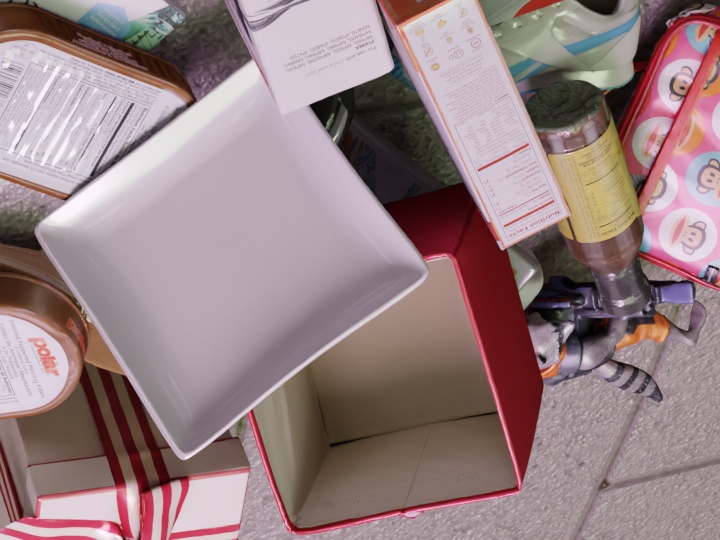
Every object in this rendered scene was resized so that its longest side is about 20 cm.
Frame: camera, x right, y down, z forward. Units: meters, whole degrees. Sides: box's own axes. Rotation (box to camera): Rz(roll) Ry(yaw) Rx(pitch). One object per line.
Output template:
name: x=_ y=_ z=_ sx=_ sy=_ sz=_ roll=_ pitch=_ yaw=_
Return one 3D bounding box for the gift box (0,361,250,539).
gift box: x=-0.201 y=0.176 z=1.520 sx=0.199 sy=0.187 sz=0.185 roll=-11 pitch=133 yaw=-18

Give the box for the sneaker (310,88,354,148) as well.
sneaker: x=-0.099 y=-0.080 z=1.416 sx=0.115 sy=0.075 sz=0.200 roll=24 pitch=117 yaw=-37

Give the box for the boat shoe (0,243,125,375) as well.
boat shoe: x=-0.211 y=0.020 z=1.457 sx=0.200 sy=0.069 sz=0.074 roll=22 pitch=127 yaw=-15

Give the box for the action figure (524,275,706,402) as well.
action figure: x=0.200 y=0.056 z=1.614 sx=0.193 sy=0.200 sz=0.105 roll=2 pitch=87 yaw=-46

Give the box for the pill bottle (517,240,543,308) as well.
pill bottle: x=0.042 y=0.045 z=1.571 sx=0.112 sy=0.112 sz=0.200 roll=21 pitch=118 yaw=-38

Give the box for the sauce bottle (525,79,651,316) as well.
sauce bottle: x=0.172 y=-0.048 z=1.471 sx=0.065 sy=0.065 sz=0.200 roll=-25 pitch=131 yaw=-3

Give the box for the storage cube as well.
storage cube: x=0.021 y=0.057 z=1.400 sx=0.170 sy=0.180 sz=0.200 roll=-13 pitch=107 yaw=15

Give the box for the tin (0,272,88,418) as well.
tin: x=-0.293 y=0.060 z=1.418 sx=0.199 sy=0.042 sz=0.112 roll=-7 pitch=134 yaw=8

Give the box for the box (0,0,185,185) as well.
box: x=-0.234 y=-0.147 z=1.314 sx=0.200 sy=0.036 sz=0.144 roll=-40 pitch=135 yaw=13

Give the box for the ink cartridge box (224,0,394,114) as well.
ink cartridge box: x=-0.057 y=-0.221 z=1.254 sx=0.084 sy=0.144 sz=0.200 roll=-23 pitch=135 yaw=-3

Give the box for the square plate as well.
square plate: x=-0.084 y=-0.011 z=1.300 sx=0.200 sy=0.198 sz=0.028 roll=-37 pitch=158 yaw=3

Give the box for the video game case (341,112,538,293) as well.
video game case: x=0.000 y=0.000 z=1.491 sx=0.200 sy=0.022 sz=0.182 roll=39 pitch=111 yaw=-3

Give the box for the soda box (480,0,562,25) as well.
soda box: x=0.115 y=-0.225 z=1.393 sx=0.200 sy=0.064 sz=0.068 roll=-20 pitch=136 yaw=-8

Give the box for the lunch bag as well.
lunch bag: x=0.261 y=-0.099 z=1.529 sx=0.176 sy=0.082 sz=0.200 roll=24 pitch=110 yaw=3

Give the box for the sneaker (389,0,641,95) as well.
sneaker: x=0.110 y=-0.170 z=1.442 sx=0.200 sy=0.077 sz=0.081 roll=-11 pitch=125 yaw=-24

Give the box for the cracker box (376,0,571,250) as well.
cracker box: x=0.064 y=-0.129 z=1.309 sx=0.058 sy=0.134 sz=0.200 roll=-27 pitch=130 yaw=1

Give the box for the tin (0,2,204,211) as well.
tin: x=-0.193 y=-0.102 z=1.316 sx=0.200 sy=0.042 sz=0.112 roll=19 pitch=118 yaw=-35
